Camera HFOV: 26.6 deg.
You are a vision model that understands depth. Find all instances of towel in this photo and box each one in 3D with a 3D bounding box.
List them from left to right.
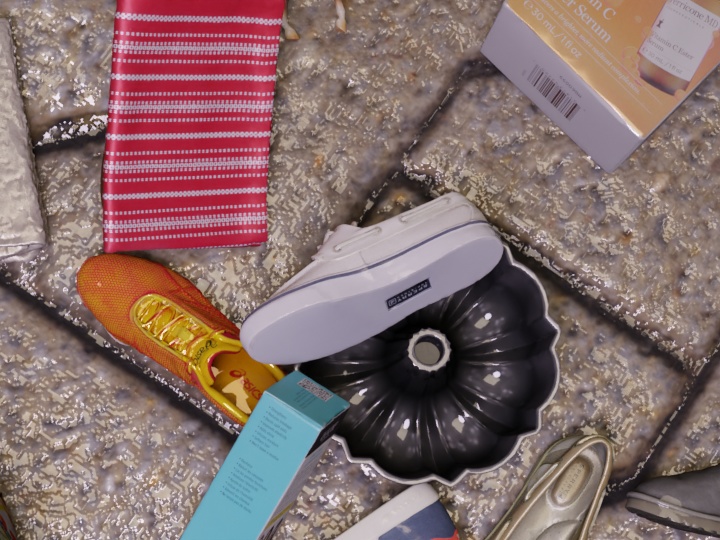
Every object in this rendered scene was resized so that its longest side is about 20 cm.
[{"bbox_3d":[-0.318,-0.095,1.172,0.132,0.034,0.200,-9,78,-9],"label":"towel"},{"bbox_3d":[-0.122,-0.113,1.131,0.145,0.022,0.200,-2,102,-37],"label":"towel"}]

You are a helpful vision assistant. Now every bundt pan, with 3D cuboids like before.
[{"bbox_3d":[0.047,0.065,1.152,0.202,0.076,0.202,1,79,-5],"label":"bundt pan"}]

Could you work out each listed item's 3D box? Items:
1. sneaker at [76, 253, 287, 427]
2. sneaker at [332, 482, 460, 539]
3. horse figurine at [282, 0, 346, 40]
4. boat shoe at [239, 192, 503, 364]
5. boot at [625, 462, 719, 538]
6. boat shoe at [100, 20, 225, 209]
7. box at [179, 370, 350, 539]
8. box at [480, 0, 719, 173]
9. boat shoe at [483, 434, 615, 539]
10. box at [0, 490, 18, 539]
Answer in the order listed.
[{"bbox_3d":[-0.126,0.048,1.139,0.200,0.077,0.073,34,79,4],"label":"sneaker"},{"bbox_3d":[-0.011,0.240,1.111,0.200,0.075,0.085,-32,82,-10],"label":"sneaker"},{"bbox_3d":[-0.091,-0.251,1.218,0.200,0.050,0.133,-3,86,-9],"label":"horse figurine"},{"bbox_3d":[0.000,0.000,1.096,0.200,0.071,0.070,-26,55,-6],"label":"boat shoe"},{"bbox_3d":[0.299,0.107,1.171,0.182,0.073,0.200,12,84,-17],"label":"boot"},{"bbox_3d":[-0.138,-0.126,1.171,0.072,0.072,0.200,17,94,-35],"label":"boat shoe"},{"bbox_3d":[-0.084,0.171,1.074,0.049,0.082,0.200,32,102,8],"label":"box"},{"bbox_3d":[0.222,-0.206,1.209,0.152,0.106,0.200,44,78,4],"label":"box"},{"bbox_3d":[0.130,0.212,1.136,0.073,0.063,0.201,33,77,2],"label":"boat shoe"},{"bbox_3d":[-0.348,0.191,1.039,0.200,0.122,0.193,-24,65,-7],"label":"box"}]
